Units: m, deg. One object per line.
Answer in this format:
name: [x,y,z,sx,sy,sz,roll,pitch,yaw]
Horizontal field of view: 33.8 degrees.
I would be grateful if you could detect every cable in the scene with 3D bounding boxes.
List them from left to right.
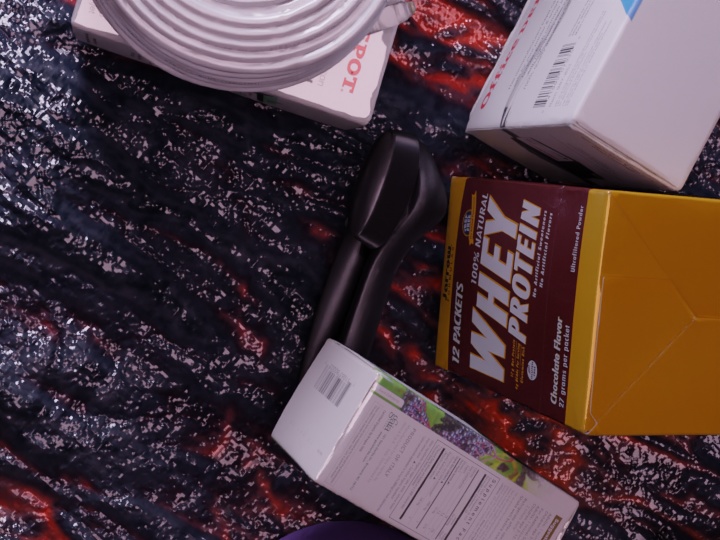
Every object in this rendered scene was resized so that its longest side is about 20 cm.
cable: [-0.068,-0.205,0.687,0.198,0.069,0.202,-31,100,-7]

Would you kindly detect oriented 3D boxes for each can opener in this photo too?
can opener: [0.000,0.000,0.814,0.078,0.063,0.203,13,103,-38]

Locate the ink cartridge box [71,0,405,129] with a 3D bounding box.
ink cartridge box: [-0.070,-0.191,0.767,0.197,0.084,0.147,17,92,-13]

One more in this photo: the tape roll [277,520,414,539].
tape roll: [-0.007,0.284,0.822,0.197,0.085,0.204,-1,96,-12]

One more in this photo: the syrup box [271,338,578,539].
syrup box: [0.046,0.134,0.796,0.199,0.079,0.082,34,88,-29]

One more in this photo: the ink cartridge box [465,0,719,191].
ink cartridge box: [0.161,-0.135,0.759,0.083,0.200,0.147,28,89,-14]

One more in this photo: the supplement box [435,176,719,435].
supplement box: [0.179,0.016,0.761,0.194,0.200,0.135,3,96,-21]
